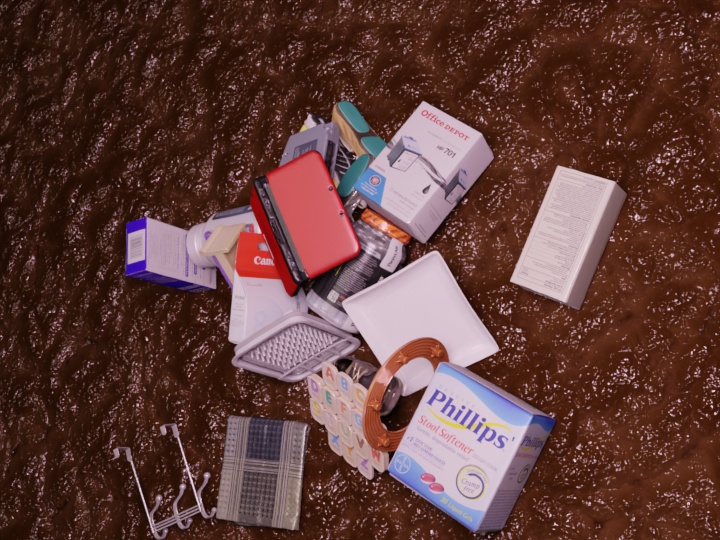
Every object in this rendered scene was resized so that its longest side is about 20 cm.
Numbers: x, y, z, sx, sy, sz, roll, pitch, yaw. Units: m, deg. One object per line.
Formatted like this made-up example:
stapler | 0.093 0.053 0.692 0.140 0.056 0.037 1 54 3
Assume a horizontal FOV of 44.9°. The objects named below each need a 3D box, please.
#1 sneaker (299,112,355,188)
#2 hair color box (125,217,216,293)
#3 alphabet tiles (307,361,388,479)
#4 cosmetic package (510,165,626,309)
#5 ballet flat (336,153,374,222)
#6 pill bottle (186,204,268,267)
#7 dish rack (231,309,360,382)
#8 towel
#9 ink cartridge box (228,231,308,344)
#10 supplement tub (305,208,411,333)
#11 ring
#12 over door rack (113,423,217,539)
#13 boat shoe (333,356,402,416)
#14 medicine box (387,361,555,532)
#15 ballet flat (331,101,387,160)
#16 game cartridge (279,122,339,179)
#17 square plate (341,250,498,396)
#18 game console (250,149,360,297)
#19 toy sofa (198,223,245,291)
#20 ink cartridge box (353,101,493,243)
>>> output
sneaker | -0.069 -0.206 1.674 0.090 0.078 0.200 -44 53 26
hair color box | -0.377 -0.027 1.745 0.065 0.200 0.110 -13 71 32
alphabet tiles | -0.024 0.257 1.478 0.200 0.015 0.196 30 134 42
cosmetic package | 0.327 -0.052 1.369 0.103 0.073 0.201 24 92 35
ballet flat | -0.024 -0.117 1.576 0.200 0.064 0.067 -56 32 -4
pill bottle | -0.239 -0.063 1.714 0.199 0.119 0.120 -9 74 31
dish rack | -0.115 0.130 1.536 0.171 0.200 0.044 -31 59 23
towel | -0.181 0.377 1.624 0.192 0.035 0.201 -1 75 30
ink cartridge box | -0.160 0.035 1.595 0.047 0.160 0.201 7 91 40
supplement tub | 0.000 0.000 1.540 0.122 0.122 0.200 36 99 34
ring | 0.079 0.201 1.389 0.019 0.200 0.201 25 92 40
over door rack | -0.375 0.408 1.706 0.148 0.067 0.200 -29 85 24
boat shoe | 0.004 0.191 1.468 0.075 0.073 0.200 -65 22 -7
medicine box | 0.173 0.275 1.370 0.182 0.103 0.200 28 95 35
ballet flat | 0.006 -0.238 1.644 0.200 0.068 0.063 58 138 32
game cartridge | -0.104 -0.167 1.599 0.133 0.041 0.201 -15 60 48
square plate | 0.100 0.090 1.460 0.198 0.028 0.200 -30 99 24
game console | -0.101 -0.078 1.518 0.118 0.172 0.200 -20 80 -16
toy sofa | -0.229 0.015 1.635 0.097 0.200 0.083 -7 37 28
ink cartridge box | 0.109 -0.171 1.509 0.146 0.086 0.200 36 86 34
